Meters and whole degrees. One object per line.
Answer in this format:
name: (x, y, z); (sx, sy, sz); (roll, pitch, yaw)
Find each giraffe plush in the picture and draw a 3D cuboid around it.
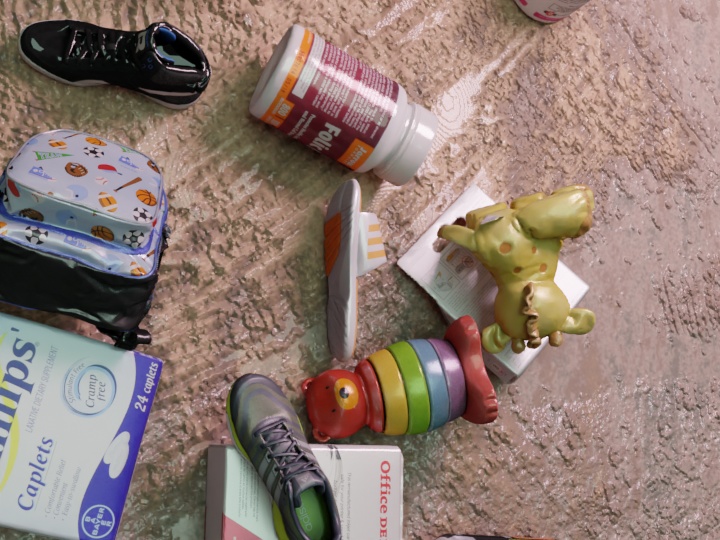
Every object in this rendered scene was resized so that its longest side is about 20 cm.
giraffe plush: (0.194, 0.004, 1.031); (0.199, 0.171, 0.164); (-25, 102, -53)

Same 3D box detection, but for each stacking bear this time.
stacking bear: (0.036, 0.136, 1.016); (0.198, 0.114, 0.123); (-11, 75, -14)

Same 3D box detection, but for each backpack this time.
backpack: (-0.272, -0.047, 0.863); (0.199, 0.191, 0.155); (22, 112, -18)

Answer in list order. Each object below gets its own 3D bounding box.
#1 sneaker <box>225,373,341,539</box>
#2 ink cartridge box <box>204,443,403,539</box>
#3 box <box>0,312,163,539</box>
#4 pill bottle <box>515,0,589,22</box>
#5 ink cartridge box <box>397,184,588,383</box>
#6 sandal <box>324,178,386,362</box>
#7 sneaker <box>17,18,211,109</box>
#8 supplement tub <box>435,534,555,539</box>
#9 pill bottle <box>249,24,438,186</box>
sneaker: (-0.067, 0.191, 0.883); (0.074, 0.081, 0.201); (-27, 90, -25)
ink cartridge box: (-0.060, 0.260, 0.964); (0.198, 0.084, 0.146); (5, 79, -22)
box: (-0.314, 0.151, 0.861); (0.198, 0.105, 0.186); (18, 74, -19)
pill bottle: (0.289, -0.413, 1.167); (0.112, 0.200, 0.115); (4, 80, -23)
ink cartridge box: (0.164, 0.015, 1.129); (0.200, 0.057, 0.163); (41, 67, 10)
sandal: (-0.003, 0.001, 1.043); (0.059, 0.079, 0.209); (2, 89, -24)
sneaker: (-0.253, -0.237, 0.949); (0.198, 0.112, 0.074); (11, 76, -21)
supplement tub: (0.176, 0.366, 1.021); (0.198, 0.122, 0.124); (9, 77, -21)
pill bottle: (-0.018, -0.185, 1.043); (0.199, 0.114, 0.115); (27, 72, -17)
